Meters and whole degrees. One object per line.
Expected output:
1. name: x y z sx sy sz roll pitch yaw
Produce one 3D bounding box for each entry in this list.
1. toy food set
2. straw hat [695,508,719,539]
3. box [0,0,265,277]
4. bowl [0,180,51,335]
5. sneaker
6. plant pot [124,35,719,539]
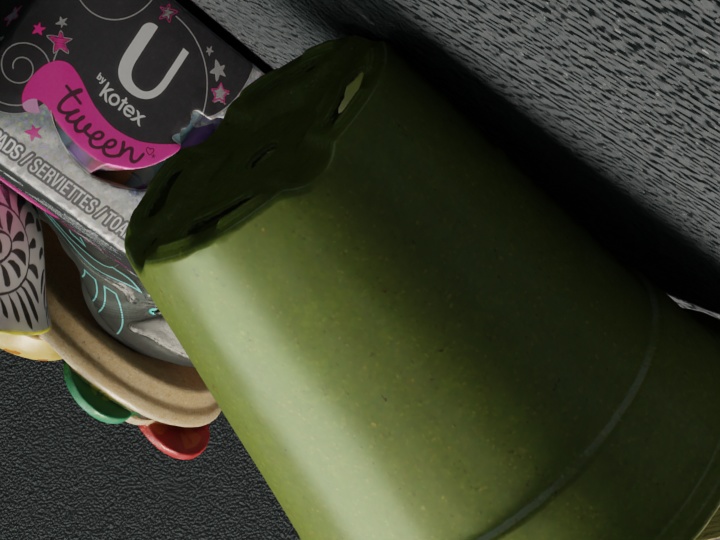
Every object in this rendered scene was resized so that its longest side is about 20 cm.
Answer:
1. toy food set: -0.160 0.030 1.270 0.198 0.049 0.200 43 -163 -7
2. straw hat: 0.137 0.088 0.974 0.201 0.200 0.086 78 178 -83
3. box: -0.111 -0.070 1.010 0.200 0.115 0.132 37 173 -30
4. bowl: -0.246 -0.043 1.082 0.200 0.095 0.201 18 -176 -1
5. sneaker: -0.128 -0.010 1.160 0.079 0.075 0.200 20 155 54
6. plant pot: 0.016 0.020 0.770 0.190 0.200 0.200 51 169 -22
